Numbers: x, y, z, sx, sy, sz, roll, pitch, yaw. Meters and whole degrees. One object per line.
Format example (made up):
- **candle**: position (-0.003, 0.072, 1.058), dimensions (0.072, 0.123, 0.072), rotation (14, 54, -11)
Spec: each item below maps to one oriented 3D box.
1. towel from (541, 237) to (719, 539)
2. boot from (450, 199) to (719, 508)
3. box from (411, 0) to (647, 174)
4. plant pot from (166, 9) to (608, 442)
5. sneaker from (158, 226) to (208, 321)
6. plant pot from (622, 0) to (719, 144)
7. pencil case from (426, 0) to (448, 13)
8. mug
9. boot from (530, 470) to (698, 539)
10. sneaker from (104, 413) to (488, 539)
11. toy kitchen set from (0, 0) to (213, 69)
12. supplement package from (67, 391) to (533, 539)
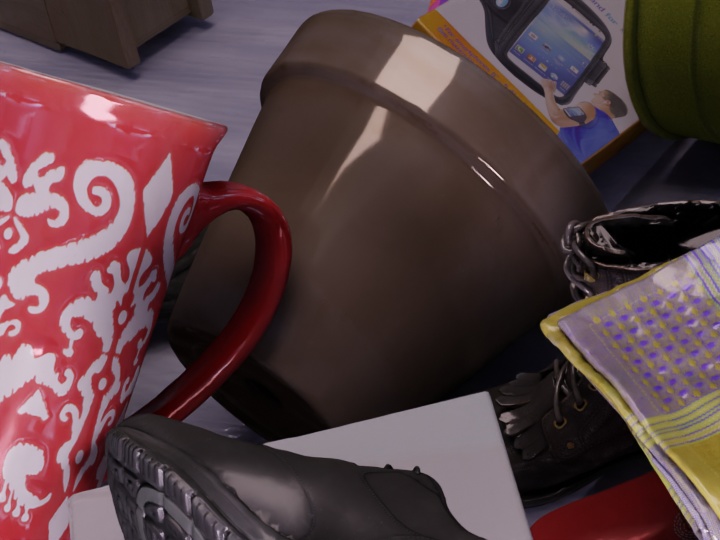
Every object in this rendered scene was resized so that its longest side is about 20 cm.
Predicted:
- **towel**: position (0.190, 0.025, 0.978), dimensions (0.199, 0.023, 0.144), rotation (-24, 47, -10)
- **boot**: position (0.110, 0.031, 1.115), dimensions (0.199, 0.174, 0.070), rotation (-11, 54, 3)
- **box**: position (0.113, -0.119, 1.351), dimensions (0.119, 0.042, 0.200), rotation (45, 41, 7)
- **plant pot**: position (0.000, 0.000, 1.214), dimensions (0.199, 0.200, 0.174), rotation (21, 66, 38)
- **sneaker**: position (-0.112, -0.015, 1.315), dimensions (0.199, 0.091, 0.076), rotation (-20, 35, -10)
- **plant pot**: position (0.274, -0.142, 1.289), dimensions (0.192, 0.201, 0.200), rotation (20, 48, 30)
- **pencil case**: position (0.069, -0.113, 1.405), dimensions (0.088, 0.089, 0.200), rotation (-1, 40, 17)
- **mug**: position (-0.129, 0.019, 1.072), dimensions (0.177, 0.201, 0.133), rotation (16, 2, -1)
- **boot**: position (0.161, 0.073, 1.077), dimensions (0.199, 0.145, 0.073), rotation (-15, 38, 1)
- **sneaker**: position (-0.016, 0.105, 0.919), dimensions (0.199, 0.076, 0.091), rotation (28, 44, 33)
- **toy kitchen set**: position (-0.180, -0.268, 1.607), dimensions (0.199, 0.181, 0.163), rotation (22, 48, 40)
- **supplement package**: position (-0.008, 0.186, 0.981), dimensions (0.190, 0.148, 0.200), rotation (-14, 36, 0)
